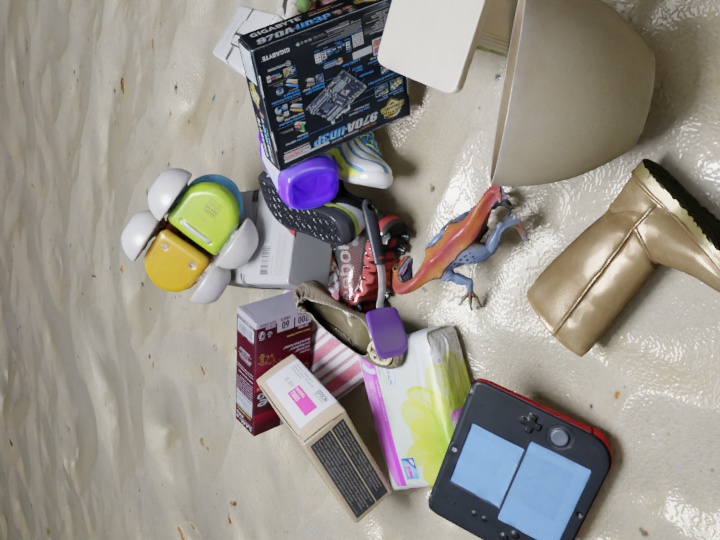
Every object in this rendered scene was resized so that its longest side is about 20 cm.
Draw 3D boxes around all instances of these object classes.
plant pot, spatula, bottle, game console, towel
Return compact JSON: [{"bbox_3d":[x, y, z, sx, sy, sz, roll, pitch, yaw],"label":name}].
[{"bbox_3d":[0.208,-0.176,0.711,0.131,0.201,0.205,9,108,6],"label":"plant pot"},{"bbox_3d":[0.025,0.009,0.926,0.020,0.056,0.206,-10,87,53],"label":"spatula"},{"bbox_3d":[-0.093,-0.162,0.976,0.201,0.082,0.066,-119,21,-46],"label":"bottle"},{"bbox_3d":[0.183,0.244,0.851,0.173,0.031,0.204,22,115,12],"label":"game console"},{"bbox_3d":[-0.050,0.094,1.134,0.146,0.030,0.203,-39,69,41],"label":"towel"}]

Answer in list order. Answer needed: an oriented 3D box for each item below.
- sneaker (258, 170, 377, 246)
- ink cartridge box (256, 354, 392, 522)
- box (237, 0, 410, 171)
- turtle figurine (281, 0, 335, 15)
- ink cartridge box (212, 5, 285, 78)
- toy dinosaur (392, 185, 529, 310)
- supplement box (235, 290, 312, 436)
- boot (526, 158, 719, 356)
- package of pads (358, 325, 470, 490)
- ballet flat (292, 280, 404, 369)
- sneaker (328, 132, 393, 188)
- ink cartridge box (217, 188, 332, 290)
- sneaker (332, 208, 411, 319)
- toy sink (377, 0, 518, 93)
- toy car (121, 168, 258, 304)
[{"bbox_3d":[-0.058,-0.095,1.002,0.198,0.082,0.073,30,144,33],"label":"sneaker"},{"bbox_3d":[-0.055,0.235,1.038,0.199,0.074,0.167,34,155,59],"label":"ink cartridge box"},{"bbox_3d":[-0.035,-0.230,0.868,0.046,0.197,0.161,48,157,42],"label":"box"},{"bbox_3d":[-0.030,-0.391,0.944,0.141,0.200,0.198,-20,76,12],"label":"turtle figurine"},{"bbox_3d":[-0.105,-0.278,0.984,0.085,0.145,0.200,-56,31,6],"label":"ink cartridge box"},{"bbox_3d":[0.101,-0.034,0.865,0.179,0.200,0.107,-29,57,13],"label":"toy dinosaur"},{"bbox_3d":[-0.136,0.145,1.130,0.060,0.107,0.205,31,126,42],"label":"supplement box"},{"bbox_3d":[0.280,0.017,0.739,0.202,0.065,0.177,-58,44,35],"label":"boot"},{"bbox_3d":[0.085,0.186,0.972,0.153,0.067,0.205,-22,81,47],"label":"package of pads"},{"bbox_3d":[-0.023,0.074,0.981,0.198,0.046,0.069,34,121,31],"label":"ballet flat"},{"bbox_3d":[-0.012,-0.181,0.990,0.199,0.074,0.108,33,113,52],"label":"sneaker"},{"bbox_3d":[-0.134,-0.047,1.134,0.197,0.082,0.151,1,81,47],"label":"ink cartridge box"},{"bbox_3d":[0.000,0.000,1.029,0.098,0.070,0.204,38,121,35],"label":"sneaker"},{"bbox_3d":[0.122,-0.308,0.812,0.129,0.111,0.204,32,115,38],"label":"toy sink"},{"bbox_3d":[-0.250,-0.065,1.110,0.174,0.151,0.200,36,120,-12],"label":"toy car"}]
